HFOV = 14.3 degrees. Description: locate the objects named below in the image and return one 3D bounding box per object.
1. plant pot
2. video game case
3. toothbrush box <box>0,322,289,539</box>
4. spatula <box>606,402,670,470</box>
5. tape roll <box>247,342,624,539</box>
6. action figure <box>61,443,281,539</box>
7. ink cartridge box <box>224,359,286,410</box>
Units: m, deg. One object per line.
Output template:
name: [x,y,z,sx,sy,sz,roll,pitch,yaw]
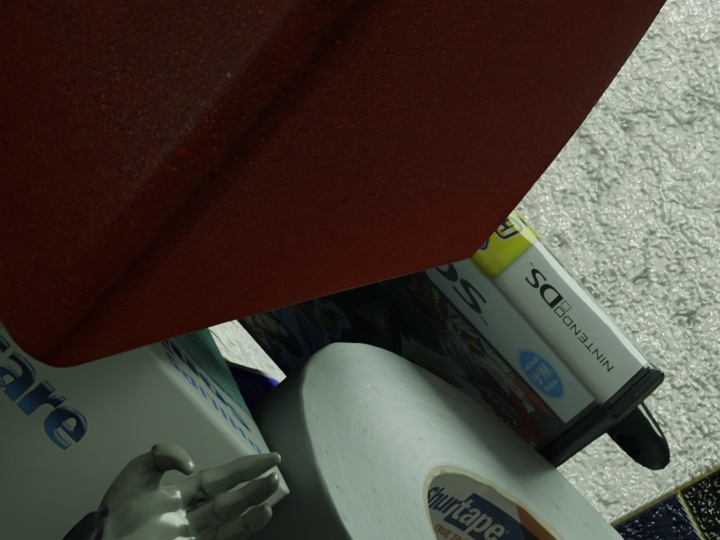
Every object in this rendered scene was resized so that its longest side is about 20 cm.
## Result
plant pot: [-0.017,-0.121,0.706,0.200,0.176,0.200,-15,68,-54]
video game case: [0.000,0.000,0.944,0.181,0.025,0.200,48,-22,3]
toothbrush box: [-0.113,0.002,0.798,0.146,0.085,0.200,47,3,-25]
spatula: [0.032,-0.010,0.931,0.200,0.021,0.057,45,-27,12]
tape roll: [0.033,0.116,0.813,0.200,0.066,0.200,41,18,-17]
action figure: [-0.036,0.098,0.618,0.119,0.102,0.200,60,1,-4]
ink cartridge box: [-0.001,0.114,0.968,0.198,0.043,0.200,51,10,16]
